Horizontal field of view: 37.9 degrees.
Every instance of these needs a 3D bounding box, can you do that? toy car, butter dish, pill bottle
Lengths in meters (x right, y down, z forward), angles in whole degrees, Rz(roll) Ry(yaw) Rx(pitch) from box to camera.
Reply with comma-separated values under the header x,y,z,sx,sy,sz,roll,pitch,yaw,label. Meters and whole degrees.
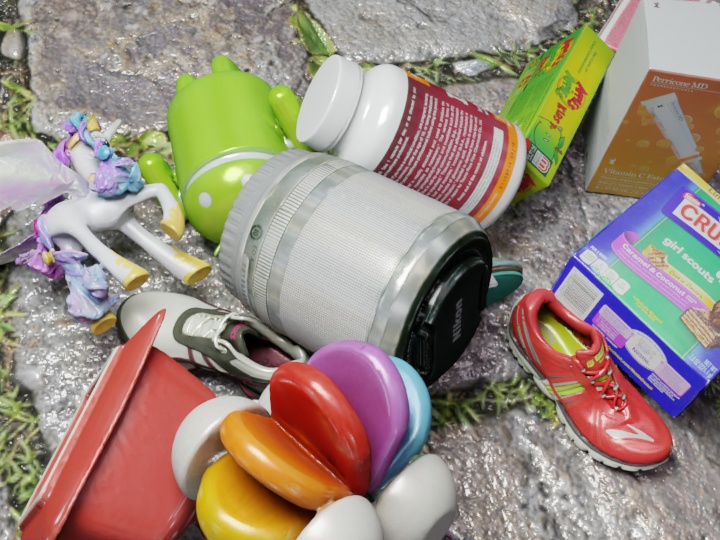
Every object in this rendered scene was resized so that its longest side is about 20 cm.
x,y,z,sx,sy,sz,roll,pitch,yaw,label
-0.023,0.122,0.745,0.174,0.151,0.199,35,30,30,toy car
-0.169,0.164,0.835,0.147,0.199,0.201,29,58,-11,butter dish
0.047,-0.121,0.979,0.199,0.113,0.114,22,56,-22,pill bottle

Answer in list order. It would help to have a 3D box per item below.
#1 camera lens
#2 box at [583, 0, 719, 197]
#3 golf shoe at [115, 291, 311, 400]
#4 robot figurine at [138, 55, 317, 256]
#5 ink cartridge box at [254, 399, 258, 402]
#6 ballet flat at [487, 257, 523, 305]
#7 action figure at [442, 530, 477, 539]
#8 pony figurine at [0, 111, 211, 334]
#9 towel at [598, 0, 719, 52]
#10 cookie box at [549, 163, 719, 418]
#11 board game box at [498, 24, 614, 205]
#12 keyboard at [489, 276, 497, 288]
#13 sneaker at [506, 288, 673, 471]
x,y,z,sx,sy,sz,roll,pitch,yaw,label
0.000,0.000,0.889,0.199,0.161,0.160,27,59,26,camera lens
0.316,-0.167,1.072,0.123,0.201,0.098,8,59,-3,box
-0.128,0.058,0.946,0.198,0.088,0.078,21,61,6,golf shoe
-0.124,-0.111,1.025,0.174,0.116,0.202,-23,60,13,robot figurine
-0.049,0.219,0.874,0.115,0.068,0.202,7,60,-4,ink cartridge box
0.062,0.018,1.007,0.198,0.074,0.075,-21,65,-21,ballet flat
0.031,0.302,0.822,0.133,0.149,0.202,21,84,-19,action figure
-0.258,-0.045,0.943,0.192,0.167,0.200,-30,68,-26,pony figurine
0.389,-0.266,1.242,0.199,0.030,0.147,30,61,13,towel
0.311,0.014,1.023,0.171,0.075,0.199,45,55,15,cookie box
0.185,-0.158,1.101,0.048,0.101,0.201,39,59,-16,board game box
0.071,-0.037,1.025,0.056,0.011,0.201,-7,36,-16,keyboard
0.210,0.100,0.969,0.077,0.085,0.200,-35,70,-23,sneaker
